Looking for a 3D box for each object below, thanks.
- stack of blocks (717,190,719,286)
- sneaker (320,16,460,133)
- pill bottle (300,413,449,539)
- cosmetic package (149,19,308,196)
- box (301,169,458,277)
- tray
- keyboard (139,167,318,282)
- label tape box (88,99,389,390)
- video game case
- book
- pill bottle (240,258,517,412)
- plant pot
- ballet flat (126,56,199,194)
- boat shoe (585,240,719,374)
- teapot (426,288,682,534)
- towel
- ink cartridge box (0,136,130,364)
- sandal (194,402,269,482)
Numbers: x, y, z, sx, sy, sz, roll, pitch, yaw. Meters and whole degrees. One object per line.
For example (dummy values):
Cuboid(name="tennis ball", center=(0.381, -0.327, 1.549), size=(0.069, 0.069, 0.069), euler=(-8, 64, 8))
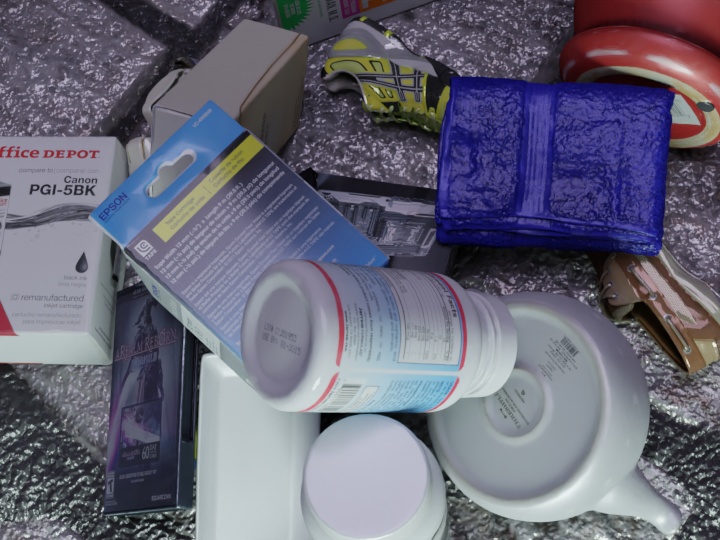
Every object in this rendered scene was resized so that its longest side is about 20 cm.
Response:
Cuboid(name="stack of blocks", center=(0.386, -0.072, 1.222), size=(0.115, 0.059, 0.201), euler=(20, 70, 13))
Cuboid(name="sneaker", center=(0.048, -0.165, 1.295), size=(0.200, 0.075, 0.077), euler=(35, 81, 29))
Cuboid(name="pill bottle", center=(0.013, 0.187, 1.067), size=(0.112, 0.200, 0.114), euler=(-2, 66, 5))
Cuboid(name="cosmetic package", center=(-0.117, -0.140, 1.227), size=(0.073, 0.104, 0.200), euler=(16, 36, 10))
Cuboid(name="box", center=(0.000, 0.000, 1.193), size=(0.157, 0.050, 0.201), euler=(9, 43, 10))
Cuboid(name="tray", center=(-0.087, 0.165, 1.126), size=(0.107, 0.022, 0.201), euler=(0, 97, -21))
Cuboid(name="keyboard", center=(-0.129, -0.037, 1.222), size=(0.199, 0.040, 0.104), euler=(-30, 30, 15))
Cuboid(name="label tape box", center=(-0.097, -0.017, 1.087), size=(0.200, 0.066, 0.143), euler=(41, 74, 10))
Cuboid(name="video game case", center=(-0.177, 0.104, 1.149), size=(0.019, 0.143, 0.201), euler=(9, 74, -33))
Cuboid(name="book", center=(0.007, -0.298, 1.316), size=(0.199, 0.134, 0.048), euler=(-22, 66, -4))
Cuboid(name="pill bottle", center=(0.019, 0.052, 1.011), size=(0.199, 0.109, 0.109), euler=(6, 59, -38))
Cuboid(name="plant pot", center=(0.284, -0.226, 1.224), size=(0.199, 0.201, 0.183), euler=(19, 72, 13))
Cuboid(name="ballet flat", center=(-0.188, -0.121, 1.286), size=(0.072, 0.072, 0.201), euler=(11, 63, 10))
Cuboid(name="boat shoe", center=(0.243, 0.011, 1.193), size=(0.072, 0.076, 0.200), euler=(-43, 68, -11))
Cuboid(name="teapot", center=(0.158, 0.112, 1.124), size=(0.196, 0.146, 0.201), euler=(-2, 82, 34))
Cuboid(name="towel", center=(0.165, -0.090, 1.157), size=(0.199, 0.050, 0.149), euler=(4, 90, 7))
Cuboid(name="ink cartridge box", center=(-0.296, -0.021, 1.252), size=(0.146, 0.083, 0.201), euler=(0, 67, 6))
Cuboid(name="sandal", center=(-0.073, 0.124, 1.183), size=(0.200, 0.079, 0.087), euler=(-35, 105, -18))
